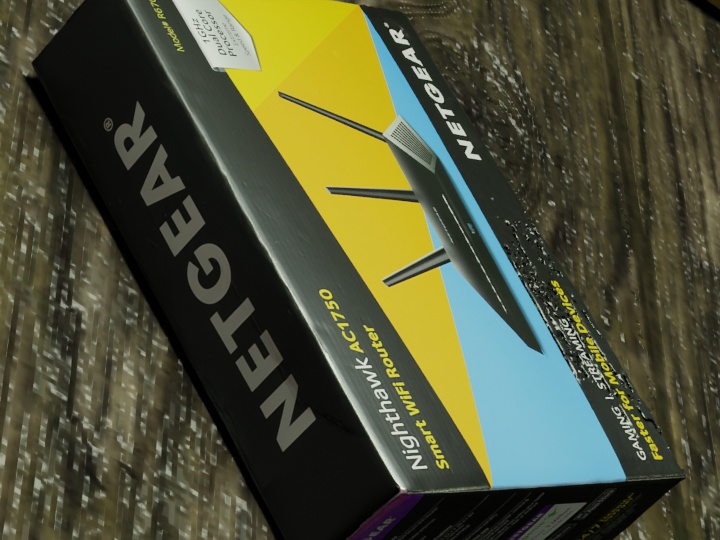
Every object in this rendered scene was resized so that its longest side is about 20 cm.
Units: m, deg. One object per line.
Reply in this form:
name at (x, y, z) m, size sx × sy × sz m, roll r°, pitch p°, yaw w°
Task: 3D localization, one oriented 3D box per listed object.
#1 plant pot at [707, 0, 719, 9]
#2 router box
plant pot at (0.253, -0.207, 1.399) m, size 0.200 × 0.194 × 0.196 m, roll 40°, pitch 27°, yaw -29°
router box at (0.000, 0.000, 0.919) m, size 0.149 × 0.051 × 0.200 m, roll 2°, pitch 51°, yaw -50°
